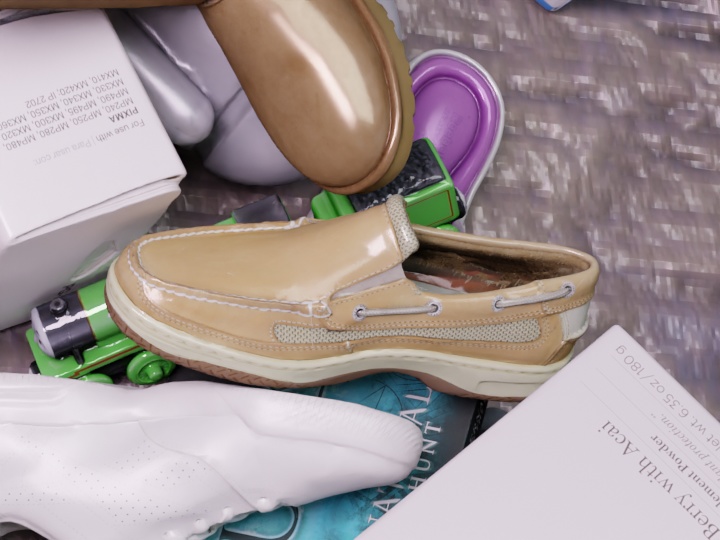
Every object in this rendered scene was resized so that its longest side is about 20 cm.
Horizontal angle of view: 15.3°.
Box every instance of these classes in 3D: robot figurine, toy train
[{"bbox_3d":[-0.064,-0.115,1.162,0.200,0.113,0.170,40,41,-4],"label":"robot figurine"},{"bbox_3d":[-0.049,0.001,1.118,0.200,0.056,0.042,-23,56,-6],"label":"toy train"}]

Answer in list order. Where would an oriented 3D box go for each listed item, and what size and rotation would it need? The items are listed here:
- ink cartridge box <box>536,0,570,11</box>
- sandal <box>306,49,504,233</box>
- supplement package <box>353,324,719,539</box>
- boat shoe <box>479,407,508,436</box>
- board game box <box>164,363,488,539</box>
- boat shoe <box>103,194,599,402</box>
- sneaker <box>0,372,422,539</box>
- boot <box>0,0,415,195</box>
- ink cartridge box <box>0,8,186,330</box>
[{"bbox_3d":[0.103,-0.251,1.311,0.146,0.086,0.200,39,58,-7],"label":"ink cartridge box"},{"bbox_3d":[0.016,-0.018,1.199,0.082,0.050,0.203,22,64,-13],"label":"sandal"},{"bbox_3d":[0.058,0.141,0.995,0.200,0.120,0.121,-38,71,-23],"label":"supplement package"},{"bbox_3d":[0.125,0.125,1.180,0.200,0.073,0.062,26,65,-7],"label":"boat shoe"},{"bbox_3d":[-0.030,0.099,1.106,0.135,0.028,0.200,10,61,13],"label":"board game box"},{"bbox_3d":[0.000,0.000,1.059,0.200,0.076,0.072,4,42,-24],"label":"boat shoe"},{"bbox_3d":[-0.075,0.089,1.071,0.200,0.075,0.089,1,81,5],"label":"sneaker"},{"bbox_3d":[-0.083,-0.106,1.013,0.200,0.066,0.175,-3,63,-51],"label":"boot"},{"bbox_3d":[-0.167,-0.085,1.085,0.084,0.145,0.200,-23,80,-28],"label":"ink cartridge box"}]
